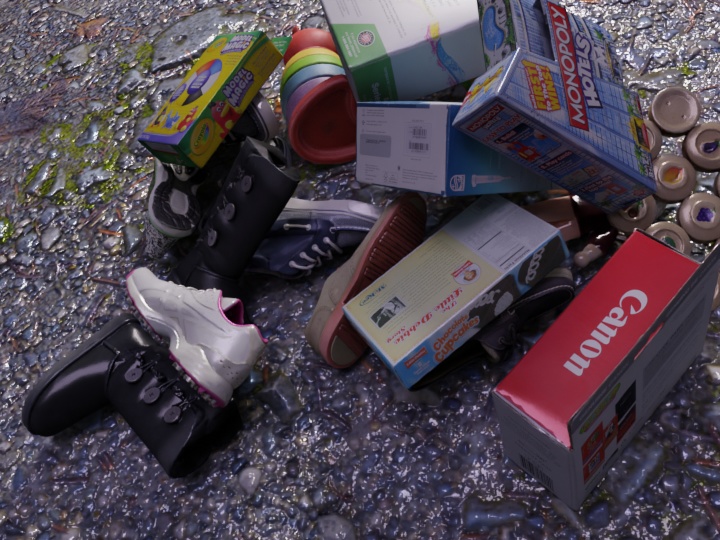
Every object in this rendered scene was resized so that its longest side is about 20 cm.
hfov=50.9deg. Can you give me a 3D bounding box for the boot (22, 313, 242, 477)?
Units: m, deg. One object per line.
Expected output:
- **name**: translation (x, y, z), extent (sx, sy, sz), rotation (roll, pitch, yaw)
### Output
- **boot**: translation (-0.242, 0.154, 0.795), extent (0.199, 0.066, 0.165), rotation (33, 71, 29)

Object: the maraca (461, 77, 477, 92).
- **maraca**: translation (0.203, -0.231, 0.904), extent (0.199, 0.108, 0.137), rotation (35, 64, 24)

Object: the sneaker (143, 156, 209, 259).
- **sneaker**: translation (-0.250, -0.090, 0.972), extent (0.089, 0.076, 0.201), rotation (-50, 25, 27)

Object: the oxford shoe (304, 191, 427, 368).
- **oxford shoe**: translation (0.000, 0.000, 0.805), extent (0.073, 0.071, 0.202), rotation (25, 80, 48)

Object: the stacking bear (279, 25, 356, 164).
- **stacking bear**: translation (-0.054, -0.245, 0.997), extent (0.112, 0.122, 0.202), rotation (-25, 48, 11)

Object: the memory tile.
- **memory tile**: translation (0.323, -0.072, 0.750), extent (0.152, 0.017, 0.201), rotation (-36, 75, -2)

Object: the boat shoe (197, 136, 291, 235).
- **boat shoe**: translation (-0.143, -0.102, 0.953), extent (0.067, 0.057, 0.202), rotation (8, 57, 22)

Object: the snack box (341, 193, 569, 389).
- **snack box**: translation (0.088, 0.012, 0.728), extent (0.199, 0.037, 0.116), rotation (-38, 35, -6)

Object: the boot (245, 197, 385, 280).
- **boot**: translation (-0.048, -0.029, 0.873), extent (0.197, 0.073, 0.092), rotation (7, 72, 25)

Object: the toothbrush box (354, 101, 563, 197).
- **toothbrush box**: translation (0.113, -0.129, 0.783), extent (0.197, 0.087, 0.146), rotation (-6, 14, -35)

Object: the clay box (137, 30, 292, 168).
- **clay box**: translation (-0.174, -0.219, 0.914), extent (0.114, 0.048, 0.202), rotation (14, 68, 49)

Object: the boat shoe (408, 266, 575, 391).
- **boat shoe**: translation (0.123, 0.061, 0.745), extent (0.197, 0.072, 0.066), rotation (-23, 57, 5)

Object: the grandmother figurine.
- **grandmother figurine**: translation (0.228, -0.057, 0.801), extent (0.197, 0.061, 0.123), rotation (-15, 61, 10)

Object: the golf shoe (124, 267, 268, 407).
- **golf shoe**: translation (-0.168, 0.050, 0.771), extent (0.091, 0.076, 0.200), rotation (-43, 56, -9)

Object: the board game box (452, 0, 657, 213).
- **board game box**: translation (0.172, -0.171, 0.698), extent (0.061, 0.197, 0.204), rotation (-27, 61, 51)

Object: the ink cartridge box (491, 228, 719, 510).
- **ink cartridge box**: translation (0.207, 0.073, 0.638), extent (0.200, 0.177, 0.083), rotation (-44, 54, -16)

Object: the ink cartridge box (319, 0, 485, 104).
- **ink cartridge box**: translation (0.067, -0.279, 0.848), extent (0.197, 0.088, 0.147), rotation (-21, 58, 2)

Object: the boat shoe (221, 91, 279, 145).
- **boat shoe**: translation (-0.178, -0.184, 0.980), extent (0.092, 0.075, 0.199), rotation (-35, 21, -17)

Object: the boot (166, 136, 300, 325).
- **boot**: translation (-0.121, -0.023, 0.826), extent (0.165, 0.065, 0.201), rotation (44, 105, 32)
